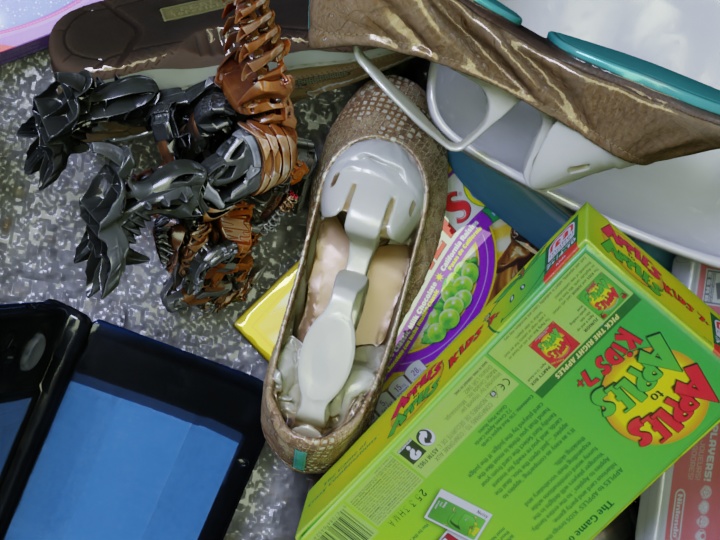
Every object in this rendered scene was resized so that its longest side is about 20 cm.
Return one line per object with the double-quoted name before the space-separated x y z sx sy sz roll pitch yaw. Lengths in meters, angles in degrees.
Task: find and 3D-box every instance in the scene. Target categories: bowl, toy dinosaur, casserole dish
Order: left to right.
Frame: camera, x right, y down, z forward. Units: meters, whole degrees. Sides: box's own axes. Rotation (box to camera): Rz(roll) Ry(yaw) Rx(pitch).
"toy dinosaur" -0.078 -0.057 0.839 0.135 0.102 0.201 -12 120 -28
"casserole dish" 0.134 -0.054 0.898 0.200 0.039 0.121 37 84 -4
"bowl" 0.140 -0.112 0.846 0.199 0.075 0.201 24 85 -4

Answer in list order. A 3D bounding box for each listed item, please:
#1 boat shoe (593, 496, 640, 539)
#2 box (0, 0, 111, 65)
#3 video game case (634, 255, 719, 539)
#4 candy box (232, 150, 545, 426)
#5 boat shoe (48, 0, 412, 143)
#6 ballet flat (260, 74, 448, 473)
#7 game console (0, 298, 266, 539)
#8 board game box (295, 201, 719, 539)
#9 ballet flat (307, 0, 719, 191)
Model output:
"boat shoe" 0.140 0.135 0.911 0.198 0.057 0.069 -4 90 -5
"box" -0.160 -0.184 0.897 0.199 0.039 0.138 -21 91 -5
"video game case" 0.228 0.076 0.900 0.199 0.017 0.144 8 89 -29
"candy box" 0.041 -0.005 0.919 0.200 0.026 0.102 -44 90 -5
"boat shoe" -0.052 -0.105 0.894 0.198 0.076 0.072 -9 49 -7
"ballet flat" 0.000 0.000 0.870 0.070 0.065 0.202 12 85 1
"game console" -0.144 0.127 0.836 0.118 0.171 0.201 24 96 11
"board game box" 0.072 0.077 0.821 0.101 0.048 0.200 39 112 -10
"ballet flat" 0.065 -0.079 0.772 0.199 0.068 0.073 25 104 -4
